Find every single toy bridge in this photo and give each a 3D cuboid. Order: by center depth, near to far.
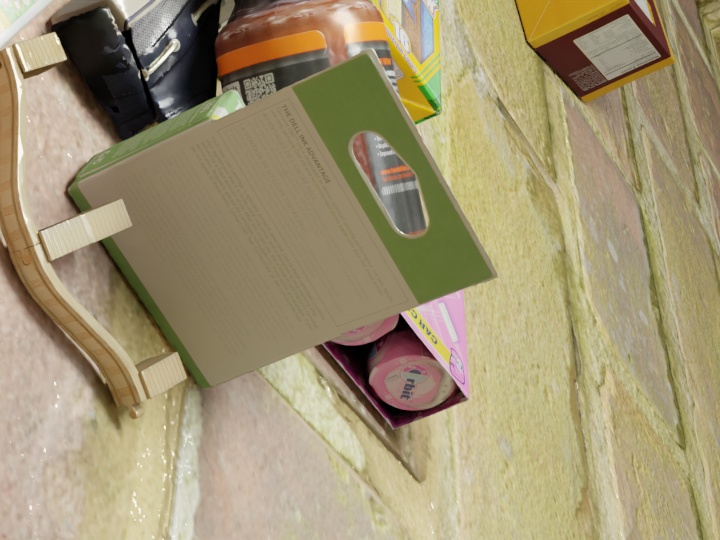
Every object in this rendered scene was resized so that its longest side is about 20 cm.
[{"bbox_3d":[-0.149,-0.018,0.814,0.067,0.027,0.201,-28,101,-52],"label":"toy bridge"}]

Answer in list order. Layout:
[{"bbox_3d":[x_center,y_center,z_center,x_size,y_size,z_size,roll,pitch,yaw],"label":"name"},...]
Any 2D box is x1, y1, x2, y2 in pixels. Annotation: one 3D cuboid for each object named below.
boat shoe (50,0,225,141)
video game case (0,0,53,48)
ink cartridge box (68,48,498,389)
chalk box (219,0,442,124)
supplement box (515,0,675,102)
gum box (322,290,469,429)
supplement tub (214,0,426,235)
[{"bbox_3d":[-0.114,-0.154,0.987,0.093,0.074,0.200,64,35,-22],"label":"boat shoe"},{"bbox_3d":[-0.191,-0.220,0.853,0.144,0.018,0.200,57,44,-23],"label":"video game case"},{"bbox_3d":[-0.040,-0.030,0.865,0.146,0.199,0.048,59,26,-20],"label":"ink cartridge box"},{"bbox_3d":[-0.021,-0.194,1.175,0.124,0.124,0.201,51,28,-35],"label":"chalk box"},{"bbox_3d":[0.289,-0.360,2.047,0.200,0.132,0.198,32,40,-55],"label":"supplement box"},{"bbox_3d":[0.000,0.000,1.109,0.200,0.066,0.114,52,25,-34],"label":"gum box"},{"bbox_3d":[-0.027,-0.093,0.953,0.107,0.106,0.201,-17,96,-68],"label":"supplement tub"}]
